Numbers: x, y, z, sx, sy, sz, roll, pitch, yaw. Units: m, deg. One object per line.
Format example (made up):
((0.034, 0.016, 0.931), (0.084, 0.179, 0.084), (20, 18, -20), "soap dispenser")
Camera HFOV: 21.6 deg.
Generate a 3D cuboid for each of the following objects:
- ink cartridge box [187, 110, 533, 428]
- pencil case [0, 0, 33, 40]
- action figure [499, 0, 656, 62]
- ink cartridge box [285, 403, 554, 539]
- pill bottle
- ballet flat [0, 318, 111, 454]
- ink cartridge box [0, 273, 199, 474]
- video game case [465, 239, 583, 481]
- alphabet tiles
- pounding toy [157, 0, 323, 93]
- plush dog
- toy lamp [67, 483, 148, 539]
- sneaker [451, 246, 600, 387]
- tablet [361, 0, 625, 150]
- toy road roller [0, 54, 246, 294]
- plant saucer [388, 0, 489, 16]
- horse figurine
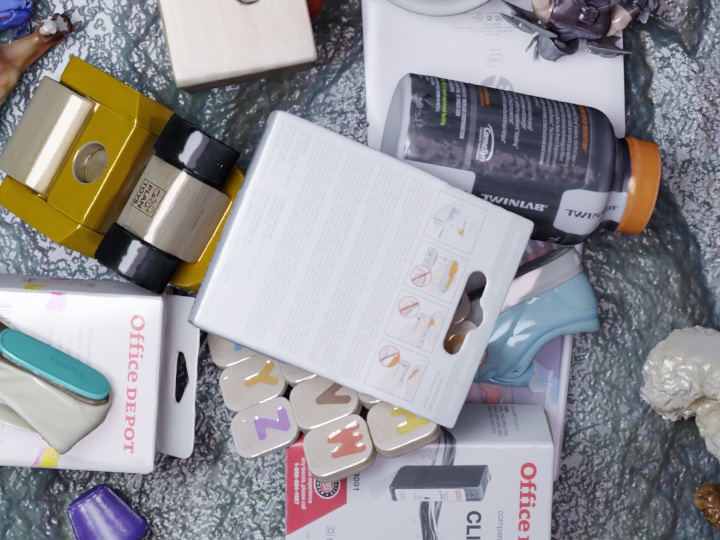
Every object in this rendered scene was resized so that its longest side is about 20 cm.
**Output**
((0.000, 0.000, 1.319), (0.199, 0.047, 0.161), (23, 86, -9), "ink cartridge box")
((-0.290, -0.267, 1.382), (0.086, 0.078, 0.201), (-8, 95, 15), "pencil case")
((0.178, -0.231, 1.382), (0.130, 0.070, 0.200), (4, 130, -37), "action figure")
((0.043, 0.179, 1.413), (0.199, 0.084, 0.145), (0, 108, -2), "ink cartridge box")
((0.118, -0.078, 1.396), (0.199, 0.106, 0.107), (10, 94, -7), "pill bottle")
((-0.265, 0.057, 1.292), (0.200, 0.069, 0.070), (36, 92, -5), "ballet flat")
((-0.217, 0.073, 1.386), (0.199, 0.125, 0.129), (4, 94, -3), "ink cartridge box")
((0.072, 0.056, 1.452), (0.181, 0.023, 0.201), (5, 94, -3), "video game case")
((-0.013, 0.053, 1.372), (0.195, 0.015, 0.201), (-21, 56, 5), "alphabet tiles")
((-0.079, -0.239, 1.342), (0.141, 0.184, 0.201), (-11, 94, -2), "pounding toy")
((0.331, 0.125, 1.423), (0.199, 0.161, 0.172), (-21, 121, 0), "plush dog")
((-0.156, 0.254, 1.438), (0.058, 0.058, 0.201), (-31, 94, 0), "toy lamp")
((0.089, 0.060, 1.406), (0.199, 0.074, 0.082), (-27, 94, 1), "sneaker")
((0.102, -0.156, 1.443), (0.199, 0.014, 0.131), (-3, 95, -2), "tablet")
((-0.157, -0.057, 1.399), (0.200, 0.146, 0.123), (30, 92, 32), "toy road roller")
((0.061, -0.288, 1.378), (0.199, 0.050, 0.201), (16, 115, 37), "plant saucer")
((-0.293, -0.109, 1.381), (0.050, 0.133, 0.200), (35, 110, 6), "horse figurine")
